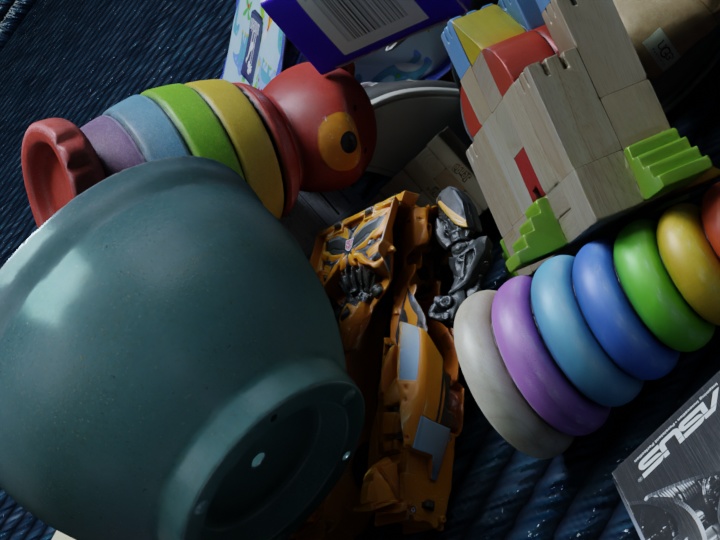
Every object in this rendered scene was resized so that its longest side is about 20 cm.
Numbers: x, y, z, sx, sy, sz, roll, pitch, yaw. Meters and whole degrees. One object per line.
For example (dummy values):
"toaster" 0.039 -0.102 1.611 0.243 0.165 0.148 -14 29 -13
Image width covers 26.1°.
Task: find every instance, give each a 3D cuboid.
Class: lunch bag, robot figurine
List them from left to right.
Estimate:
"lunch bag" -0.017 -0.171 1.075 0.200 0.127 0.170 -49 24 7
"robot figurine" 0.009 0.046 0.843 0.145 0.058 0.202 -24 53 47

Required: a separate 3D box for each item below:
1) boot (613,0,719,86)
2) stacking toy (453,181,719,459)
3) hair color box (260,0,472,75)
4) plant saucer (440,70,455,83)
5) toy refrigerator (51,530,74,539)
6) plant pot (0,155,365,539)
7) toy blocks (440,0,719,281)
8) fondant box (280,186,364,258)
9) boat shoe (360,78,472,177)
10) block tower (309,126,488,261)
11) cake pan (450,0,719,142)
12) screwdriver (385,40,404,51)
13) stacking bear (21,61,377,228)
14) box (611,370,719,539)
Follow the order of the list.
"boot" 0.188 -0.192 0.817 0.199 0.066 0.176 -36 46 12
"stacking toy" 0.142 0.006 0.694 0.199 0.085 0.086 -32 30 25
"hair color box" 0.027 -0.213 0.890 0.109 0.065 0.201 -17 41 38
"plant saucer" 0.114 -0.195 1.071 0.200 0.032 0.201 -40 27 25
"toy refrigerator" -0.180 0.241 0.940 0.070 0.076 0.201 -12 46 56
"plant pot" -0.083 0.064 0.765 0.134 0.200 0.201 39 91 28
"toy blocks" 0.090 -0.079 0.756 0.099 0.138 0.200 -22 -7 -10
"fondant box" -0.096 0.013 1.026 0.144 0.058 0.200 -43 0 35
"boat shoe" -0.012 -0.090 0.988 0.198 0.067 0.057 -15 38 -16
"block tower" 0.000 0.000 0.956 0.200 0.058 0.054 -42 0 19
"cake pan" 0.133 -0.151 0.913 0.199 0.037 0.201 -27 40 26
"screwdriver" 0.083 -0.201 0.989 0.200 0.029 0.028 -38 33 -24
"stacking bear" -0.080 -0.060 0.880 0.199 0.122 0.114 -23 19 -23
"box" 0.193 0.062 0.542 0.200 0.048 0.159 -46 24 15
